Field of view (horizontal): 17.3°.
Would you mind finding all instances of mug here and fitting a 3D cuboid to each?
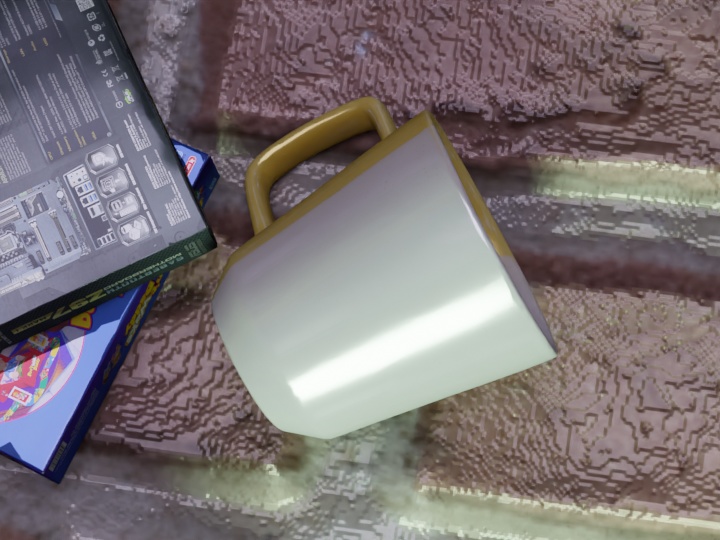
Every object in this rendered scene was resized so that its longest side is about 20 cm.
[{"bbox_3d":[0.004,0.009,1.287,0.153,0.187,0.149,-29,109,6],"label":"mug"}]

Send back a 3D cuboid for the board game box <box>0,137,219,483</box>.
[{"bbox_3d":[-0.185,0.000,1.331,0.134,0.045,0.200,26,80,10],"label":"board game box"}]

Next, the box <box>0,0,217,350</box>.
[{"bbox_3d":[-0.190,-0.071,1.298,0.158,0.051,0.200,-25,77,-2],"label":"box"}]
